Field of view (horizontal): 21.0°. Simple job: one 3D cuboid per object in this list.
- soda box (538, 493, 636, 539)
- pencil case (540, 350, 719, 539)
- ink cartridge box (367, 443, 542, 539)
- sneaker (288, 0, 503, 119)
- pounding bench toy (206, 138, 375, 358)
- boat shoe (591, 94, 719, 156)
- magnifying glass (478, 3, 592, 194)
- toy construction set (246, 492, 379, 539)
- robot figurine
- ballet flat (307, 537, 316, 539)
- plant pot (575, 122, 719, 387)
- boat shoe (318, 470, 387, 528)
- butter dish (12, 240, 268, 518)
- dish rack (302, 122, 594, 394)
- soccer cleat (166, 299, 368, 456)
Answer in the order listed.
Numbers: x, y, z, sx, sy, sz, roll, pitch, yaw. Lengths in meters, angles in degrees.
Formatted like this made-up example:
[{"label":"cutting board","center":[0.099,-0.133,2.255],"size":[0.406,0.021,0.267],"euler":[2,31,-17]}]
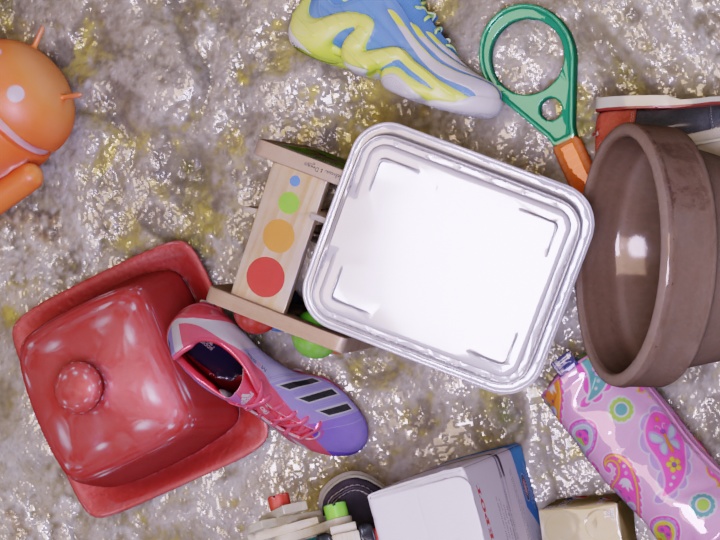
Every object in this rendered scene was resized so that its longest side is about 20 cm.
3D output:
[{"label":"soda box","center":[0.193,0.283,1.557],"size":[0.067,0.064,0.201],"euler":[-8,89,18]},{"label":"pencil case","center":[0.230,0.144,1.533],"size":[0.087,0.087,0.200],"euler":[-42,77,14]},{"label":"ink cartridge box","center":[0.087,0.223,1.520],"size":[0.086,0.200,0.147],"euler":[-16,85,18]},{"label":"sneaker","center":[0.038,-0.200,1.597],"size":[0.199,0.076,0.105],"euler":[24,97,17]},{"label":"pounding bench toy","center":[0.000,0.000,1.586],"size":[0.199,0.124,0.157],"euler":[20,97,17]},{"label":"boat shoe","center":[0.279,-0.107,1.520],"size":[0.199,0.071,0.063],"euler":[1,89,21]},{"label":"magnifying glass","center":[0.160,-0.125,1.588],"size":[0.079,0.022,0.201],"euler":[-25,81,17]},{"label":"toy construction set","center":[-0.012,0.256,1.508],"size":[0.092,0.131,0.200],"euler":[-27,81,-9]},{"label":"robot figurine","center":[-0.334,-0.125,1.699],"size":[0.200,0.144,0.117],"euler":[-37,114,15]},{"label":"ballet flat","center":[-0.045,0.262,1.641],"size":[0.200,0.076,0.064],"euler":[-43,110,13]},{"label":"plant pot","center":[0.273,-0.010,1.465],"size":[0.174,0.200,0.201],"euler":[1,91,-12]},{"label":"boat shoe","center":[0.031,0.254,1.575],"size":[0.072,0.065,0.200],"euler":[-27,107,-3]},{"label":"butter dish","center":[-0.210,0.096,1.644],"size":[0.199,0.148,0.201],"euler":[-25,83,16]},{"label":"dish rack","center":[0.065,-0.008,1.491],"size":[0.199,0.044,0.172],"euler":[21,99,5]},{"label":"soccer cleat","center":[-0.078,0.102,1.605],"size":[0.200,0.077,0.067],"euler":[38,113,-16]}]
